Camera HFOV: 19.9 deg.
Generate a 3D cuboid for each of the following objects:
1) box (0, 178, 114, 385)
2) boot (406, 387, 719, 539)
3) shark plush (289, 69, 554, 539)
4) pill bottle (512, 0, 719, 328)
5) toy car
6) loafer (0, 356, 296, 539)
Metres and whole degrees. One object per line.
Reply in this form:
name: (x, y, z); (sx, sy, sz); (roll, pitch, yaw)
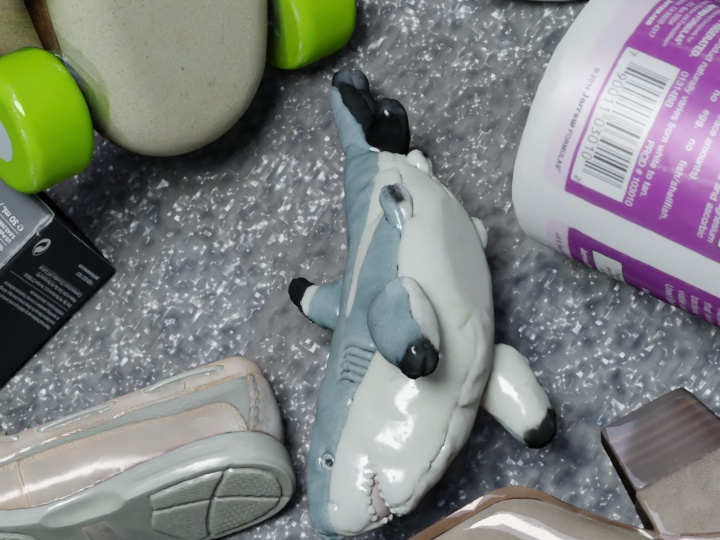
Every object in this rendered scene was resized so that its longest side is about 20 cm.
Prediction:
box: (-0.227, -0.027, 0.890); (0.141, 0.079, 0.200); (-44, 68, -3)
boot: (0.092, 0.144, 0.755); (0.199, 0.070, 0.147); (-32, 74, 10)
shark plush: (0.000, 0.000, 0.802); (0.083, 0.091, 0.201); (-30, 63, 28)
pill bottle: (0.166, -0.025, 0.761); (0.199, 0.112, 0.113); (26, 81, 21)
toy car: (-0.129, -0.143, 0.870); (0.164, 0.159, 0.199); (-28, 34, -29)
loafer: (-0.125, 0.089, 0.838); (0.198, 0.072, 0.063); (-15, 53, 4)
